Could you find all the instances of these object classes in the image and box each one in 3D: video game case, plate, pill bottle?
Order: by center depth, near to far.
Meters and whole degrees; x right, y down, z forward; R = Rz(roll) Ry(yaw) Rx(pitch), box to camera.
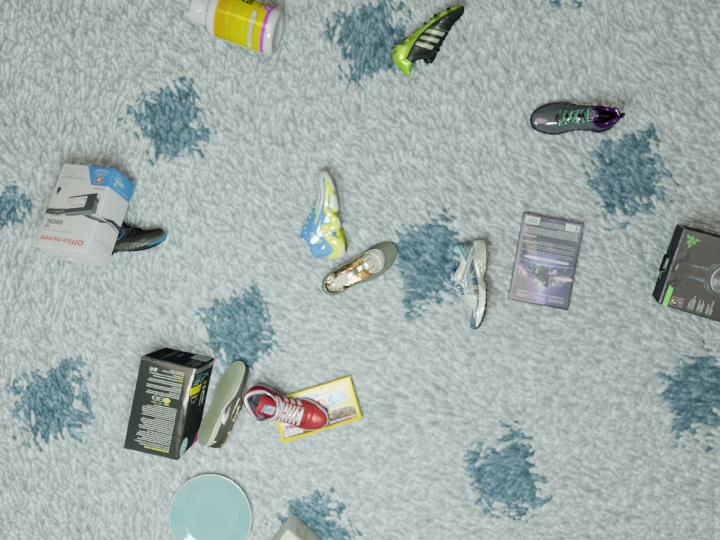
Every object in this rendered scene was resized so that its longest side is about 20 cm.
[{"bbox_3d":[-0.278,-0.564,1.357,0.196,0.104,0.106,18,91,0],"label":"pill bottle"},{"bbox_3d":[0.429,-0.021,1.394,0.140,0.019,0.205,10,92,1],"label":"video game case"},{"bbox_3d":[-0.350,0.575,1.407,0.195,0.026,0.205,0,91,2],"label":"plate"}]

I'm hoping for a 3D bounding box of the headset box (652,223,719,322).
[{"bbox_3d":[0.759,0.007,1.316,0.196,0.093,0.178,18,106,15],"label":"headset box"}]

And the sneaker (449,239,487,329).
[{"bbox_3d":[0.248,0.032,1.379,0.084,0.078,0.205,0,84,13],"label":"sneaker"}]

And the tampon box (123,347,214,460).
[{"bbox_3d":[-0.423,0.293,1.344,0.124,0.150,0.204,12,91,1],"label":"tampon box"}]

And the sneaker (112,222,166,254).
[{"bbox_3d":[-0.547,-0.081,1.381,0.195,0.073,0.084,-9,89,0],"label":"sneaker"}]

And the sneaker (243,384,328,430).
[{"bbox_3d":[-0.168,0.311,1.333,0.196,0.112,0.073,18,86,4],"label":"sneaker"}]

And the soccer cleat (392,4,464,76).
[{"bbox_3d":[0.162,-0.527,1.377,0.199,0.068,0.082,-37,107,2],"label":"soccer cleat"}]

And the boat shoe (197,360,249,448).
[{"bbox_3d":[-0.306,0.310,1.389,0.071,0.060,0.204,18,80,44],"label":"boat shoe"}]

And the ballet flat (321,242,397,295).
[{"bbox_3d":[0.000,0.000,1.378,0.197,0.064,0.068,-29,90,1],"label":"ballet flat"}]

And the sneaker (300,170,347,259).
[{"bbox_3d":[-0.096,-0.121,1.373,0.103,0.076,0.205,-11,91,2],"label":"sneaker"}]

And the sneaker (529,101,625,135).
[{"bbox_3d":[0.487,-0.352,1.355,0.195,0.088,0.076,-2,90,1],"label":"sneaker"}]

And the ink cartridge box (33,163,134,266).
[{"bbox_3d":[-0.610,-0.124,1.334,0.141,0.084,0.204,7,72,15],"label":"ink cartridge box"}]

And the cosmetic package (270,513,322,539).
[{"bbox_3d":[-0.113,0.667,1.366,0.199,0.103,0.088,42,90,2],"label":"cosmetic package"}]

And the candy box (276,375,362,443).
[{"bbox_3d":[-0.103,0.323,1.401,0.196,0.026,0.104,-18,87,1],"label":"candy box"}]
